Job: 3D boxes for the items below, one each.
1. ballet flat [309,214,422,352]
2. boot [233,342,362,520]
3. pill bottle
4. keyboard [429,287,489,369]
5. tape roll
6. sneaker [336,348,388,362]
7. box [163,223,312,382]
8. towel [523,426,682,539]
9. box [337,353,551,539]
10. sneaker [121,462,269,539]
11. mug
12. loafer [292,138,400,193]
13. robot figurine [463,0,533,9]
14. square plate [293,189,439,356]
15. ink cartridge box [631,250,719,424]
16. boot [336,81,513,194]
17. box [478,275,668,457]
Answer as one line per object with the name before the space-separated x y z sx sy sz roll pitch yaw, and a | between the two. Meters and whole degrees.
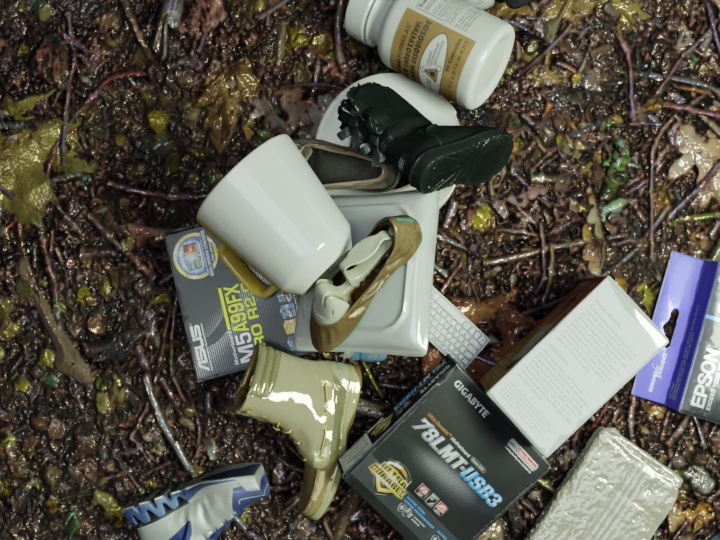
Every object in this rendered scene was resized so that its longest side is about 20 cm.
ballet flat | -0.008 0.011 1.104 0.200 0.072 0.068 -47 58 16
boot | -0.091 0.203 1.195 0.154 0.073 0.203 16 86 -22
pill bottle | 0.084 -0.297 1.195 0.199 0.114 0.115 31 90 17
keyboard | 0.080 0.044 1.247 0.200 0.011 0.056 43 91 3
tape roll | 0.038 -0.155 1.242 0.199 0.037 0.206 0 89 4
sneaker | 0.040 0.026 1.215 0.089 0.078 0.202 23 98 -28
box | -0.158 0.029 1.244 0.158 0.044 0.203 -13 88 2
towel | 0.310 0.313 1.216 0.132 0.034 0.201 35 92 5
box | 0.106 0.243 1.190 0.198 0.050 0.200 -42 108 3
sneaker | -0.202 0.329 1.229 0.197 0.081 0.117 -19 91 10
mug | -0.092 -0.051 1.143 0.149 0.187 0.153 -43 87 -12
loafer | -0.050 -0.132 1.195 0.197 0.063 0.073 3 93 14
robot figurine | 0.188 -0.414 1.199 0.198 0.151 0.126 -28 115 1
square plate | 0.000 0.000 1.162 0.196 0.028 0.203 -1 79 33
ink cartridge box | 0.470 0.095 1.208 0.197 0.043 0.201 16 90 5
boot | 0.077 -0.171 1.172 0.162 0.197 0.074 42 131 29
box | 0.254 0.113 1.165 0.200 0.152 0.106 -44 86 1
